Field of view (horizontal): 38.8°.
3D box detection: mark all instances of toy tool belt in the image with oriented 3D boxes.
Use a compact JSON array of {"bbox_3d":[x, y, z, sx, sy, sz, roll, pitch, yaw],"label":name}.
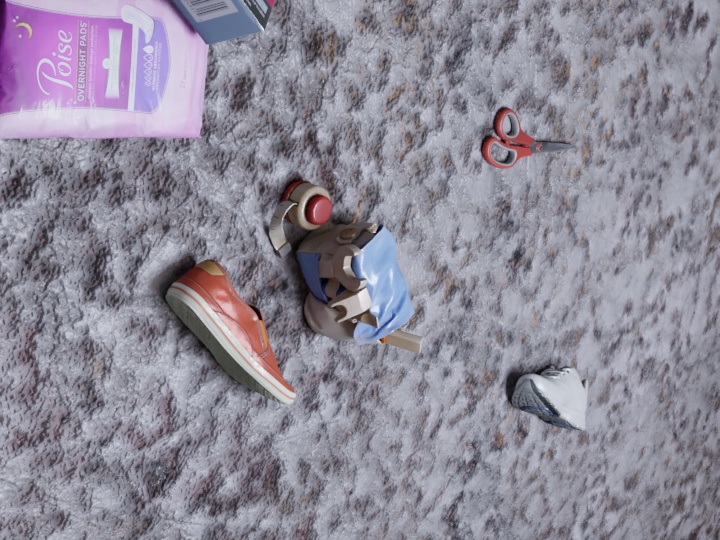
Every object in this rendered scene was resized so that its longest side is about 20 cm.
[{"bbox_3d":[0.000,0.000,1.063,0.125,0.122,0.201,-44,133,-26],"label":"toy tool belt"}]

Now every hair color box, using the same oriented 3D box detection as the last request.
[{"bbox_3d":[-0.100,-0.292,0.822,0.099,0.060,0.201,51,42,-46],"label":"hair color box"}]

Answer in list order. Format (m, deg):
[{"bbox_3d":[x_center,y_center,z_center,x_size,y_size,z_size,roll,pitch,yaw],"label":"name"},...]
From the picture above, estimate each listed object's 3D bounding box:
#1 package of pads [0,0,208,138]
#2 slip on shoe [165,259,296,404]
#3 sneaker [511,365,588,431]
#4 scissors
[{"bbox_3d":[-0.211,-0.166,0.801,0.199,0.075,0.122,-7,107,-46],"label":"package of pads"},{"bbox_3d":[-0.115,0.066,1.009,0.061,0.074,0.200,-52,132,-22],"label":"slip on shoe"},{"bbox_3d":[0.280,0.175,1.496,0.200,0.074,0.088,32,70,-56],"label":"sneaker"},{"bbox_3d":[0.221,-0.154,1.327,0.199,0.014,0.074,14,93,-50],"label":"scissors"}]
